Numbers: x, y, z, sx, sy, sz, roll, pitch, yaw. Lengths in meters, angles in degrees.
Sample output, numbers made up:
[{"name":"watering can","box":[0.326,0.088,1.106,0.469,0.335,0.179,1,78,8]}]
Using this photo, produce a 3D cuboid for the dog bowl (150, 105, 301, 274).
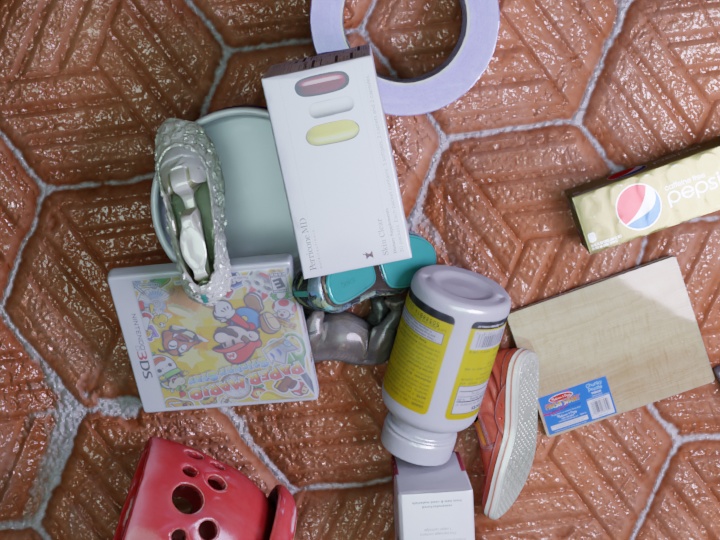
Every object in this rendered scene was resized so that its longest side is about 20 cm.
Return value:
[{"name":"dog bowl","box":[-0.123,-0.077,1.721,0.198,0.079,0.202,0,99,0]}]

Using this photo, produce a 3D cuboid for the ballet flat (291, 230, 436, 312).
[{"name":"ballet flat","box":[0.000,0.000,1.708,0.074,0.199,0.075,9,104,38]}]

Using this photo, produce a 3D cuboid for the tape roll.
[{"name":"tape roll","box":[0.046,-0.266,1.687,0.198,0.085,0.202,0,100,-1]}]

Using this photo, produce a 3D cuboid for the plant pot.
[{"name":"plant pot","box":[-0.175,0.302,1.726,0.181,0.200,0.202,20,99,-7]}]

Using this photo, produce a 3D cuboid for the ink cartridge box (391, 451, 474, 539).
[{"name":"ink cartridge box","box":[0.081,0.317,1.753,0.082,0.147,0.202,-4,100,-2]}]

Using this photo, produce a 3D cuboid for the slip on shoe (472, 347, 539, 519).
[{"name":"slip on shoe","box":[0.156,0.179,1.778,0.061,0.074,0.202,13,108,33]}]

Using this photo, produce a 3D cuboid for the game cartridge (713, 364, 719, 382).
[{"name":"game cartridge","box":[0.510,0.120,1.780,0.199,0.038,0.130,-28,102,4]}]

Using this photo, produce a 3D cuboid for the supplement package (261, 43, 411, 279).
[{"name":"supplement package","box":[-0.023,-0.112,1.594,0.110,0.156,0.201,-12,101,3]}]

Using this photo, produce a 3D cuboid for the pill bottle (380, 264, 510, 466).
[{"name":"pill bottle","box":[0.085,0.105,1.724,0.111,0.111,0.201,15,111,-3]}]

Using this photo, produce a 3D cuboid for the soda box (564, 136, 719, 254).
[{"name":"soda box","box":[0.328,-0.085,1.728,0.199,0.064,0.068,-20,99,3]}]

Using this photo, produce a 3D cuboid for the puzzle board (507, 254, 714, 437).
[{"name":"puzzle board","box":[0.278,0.085,1.781,0.199,0.017,0.152,-19,100,4]}]

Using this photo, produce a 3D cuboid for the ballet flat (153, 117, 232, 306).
[{"name":"ballet flat","box":[-0.170,-0.064,1.631,0.071,0.072,0.201,-13,85,2]}]

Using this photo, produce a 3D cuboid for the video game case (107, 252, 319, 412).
[{"name":"video game case","box":[-0.156,0.070,1.716,0.198,0.023,0.183,-5,123,8]}]

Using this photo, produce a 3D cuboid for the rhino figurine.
[{"name":"rhino figurine","box":[-0.051,0.064,1.753,0.198,0.060,0.088,1,113,1]}]
